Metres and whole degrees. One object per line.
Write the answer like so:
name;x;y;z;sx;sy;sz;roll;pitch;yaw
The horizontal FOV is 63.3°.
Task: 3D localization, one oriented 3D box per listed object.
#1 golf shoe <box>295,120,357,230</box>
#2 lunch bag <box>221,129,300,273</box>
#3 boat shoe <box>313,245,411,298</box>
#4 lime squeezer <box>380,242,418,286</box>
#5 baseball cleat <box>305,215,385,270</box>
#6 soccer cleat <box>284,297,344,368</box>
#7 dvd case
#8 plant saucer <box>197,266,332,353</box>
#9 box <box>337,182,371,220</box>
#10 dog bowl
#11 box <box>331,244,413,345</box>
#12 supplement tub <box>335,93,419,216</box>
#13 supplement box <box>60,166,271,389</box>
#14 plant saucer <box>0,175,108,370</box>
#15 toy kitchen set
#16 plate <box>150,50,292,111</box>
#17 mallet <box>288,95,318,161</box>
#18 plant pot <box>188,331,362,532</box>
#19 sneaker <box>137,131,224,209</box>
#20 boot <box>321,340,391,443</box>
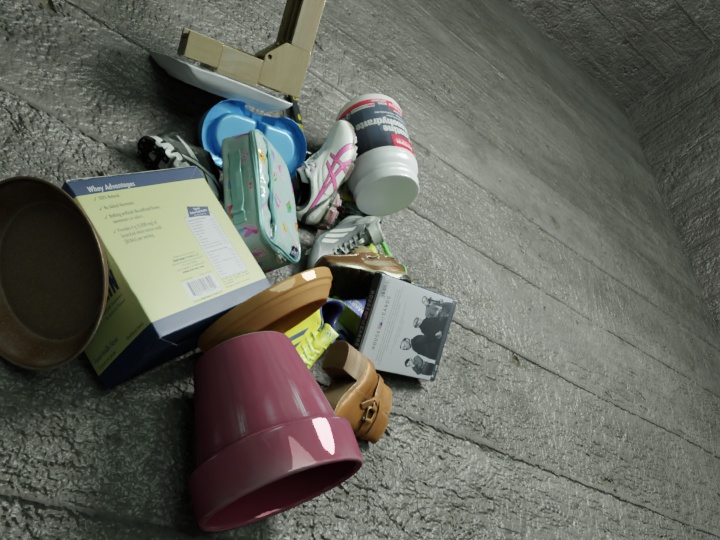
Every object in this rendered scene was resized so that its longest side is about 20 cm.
golf shoe;-0.067;-0.179;1.045;0.091;0.072;0.203;19;86;-36
lunch bag;-0.153;-0.103;0.901;0.161;0.076;0.203;55;24;-69
boat shoe;0.000;0.000;0.977;0.198;0.076;0.075;12;44;-46
lime squeezer;0.087;0.016;1.070;0.201;0.038;0.070;53;37;2
baseball cleat;-0.019;-0.050;1.032;0.201;0.105;0.070;-56;132;-49
soccer cleat;-0.078;0.109;0.865;0.201;0.082;0.065;-69;146;-48
dvd case;0.077;0.099;0.983;0.198;0.025;0.153;20;87;-41
plant saucer;-0.119;0.063;0.776;0.199;0.200;0.038;-23;78;-50
box;-0.019;-0.185;1.190;0.136;0.038;0.201;39;41;-16
dog bowl;-0.188;-0.222;1.005;0.198;0.049;0.113;10;98;-40
box;0.017;0.053;1.039;0.122;0.048;0.201;42;39;-12
supplement tub;0.032;-0.223;1.127;0.139;0.140;0.202;12;53;-38
supplement box;-0.256;-0.002;0.727;0.201;0.134;0.199;56;32;6
plant saucer;-0.340;0.003;0.622;0.202;0.199;0.037;56;19;6
toy kitchen set;-0.196;-0.417;0.999;0.198;0.183;0.163;12;14;-29
plate;-0.245;-0.323;1.012;0.198;0.033;0.199;9;18;-40
mallet;-0.114;-0.281;1.175;0.065;0.041;0.202;20;45;-32
plant pot;-0.116;0.182;0.698;0.198;0.200;0.181;4;52;-42
sneaker;-0.247;-0.142;0.910;0.200;0.066;0.091;47;43;-3
boot;-0.021;0.223;0.857;0.155;0.073;0.202;50;59;-41
